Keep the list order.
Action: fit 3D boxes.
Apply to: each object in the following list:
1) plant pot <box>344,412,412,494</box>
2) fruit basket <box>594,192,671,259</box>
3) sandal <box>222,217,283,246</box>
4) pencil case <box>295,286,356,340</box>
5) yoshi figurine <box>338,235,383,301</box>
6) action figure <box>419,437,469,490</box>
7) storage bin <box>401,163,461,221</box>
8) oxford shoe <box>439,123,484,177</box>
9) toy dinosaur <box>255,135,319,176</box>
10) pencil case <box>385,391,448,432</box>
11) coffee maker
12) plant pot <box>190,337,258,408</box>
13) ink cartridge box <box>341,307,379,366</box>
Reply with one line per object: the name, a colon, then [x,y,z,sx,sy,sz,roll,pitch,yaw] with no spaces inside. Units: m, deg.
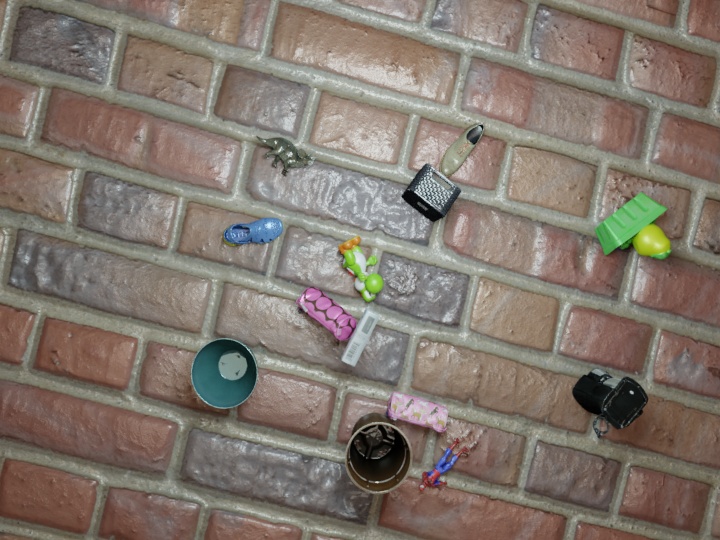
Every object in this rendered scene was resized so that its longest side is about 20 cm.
plant pot: [0.049,0.534,1.600,0.194,0.198,0.207,0,91,-2]
fruit basket: [0.875,-0.113,1.653,0.209,0.156,0.222,-1,78,6]
sandal: [-0.334,-0.118,1.632,0.194,0.087,0.082,-14,89,-4]
pencil case: [-0.105,0.133,1.602,0.198,0.093,0.093,32,108,32]
yoshi figurine: [0.013,-0.006,1.641,0.110,0.112,0.204,-24,95,-9]
action figure: [0.260,0.631,1.664,0.065,0.099,0.200,44,91,-1]
storage bin: [0.211,-0.231,1.598,0.134,0.200,0.095,37,89,-3]
oxford shoe: [0.319,-0.386,1.665,0.070,0.075,0.202,34,89,-3]
toy dinosaur: [-0.236,-0.367,1.651,0.198,0.077,0.103,35,77,2]
pencil case: [0.181,0.448,1.664,0.195,0.083,0.089,16,89,-4]
coffee maker: [0.747,0.400,1.631,0.188,0.200,0.138,-23,89,-5]
plant pot: [-0.401,0.301,1.607,0.194,0.135,0.207,0,91,-2]
ink cartridge box: [-0.005,0.192,1.591,0.056,0.200,0.166,27,90,-7]
